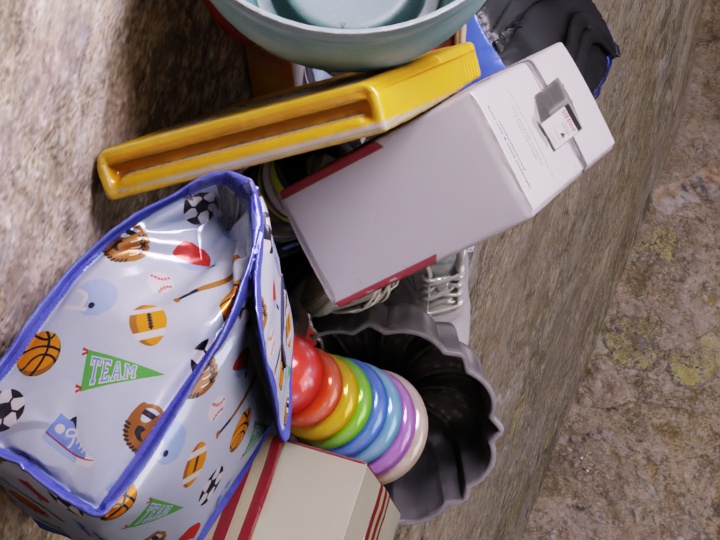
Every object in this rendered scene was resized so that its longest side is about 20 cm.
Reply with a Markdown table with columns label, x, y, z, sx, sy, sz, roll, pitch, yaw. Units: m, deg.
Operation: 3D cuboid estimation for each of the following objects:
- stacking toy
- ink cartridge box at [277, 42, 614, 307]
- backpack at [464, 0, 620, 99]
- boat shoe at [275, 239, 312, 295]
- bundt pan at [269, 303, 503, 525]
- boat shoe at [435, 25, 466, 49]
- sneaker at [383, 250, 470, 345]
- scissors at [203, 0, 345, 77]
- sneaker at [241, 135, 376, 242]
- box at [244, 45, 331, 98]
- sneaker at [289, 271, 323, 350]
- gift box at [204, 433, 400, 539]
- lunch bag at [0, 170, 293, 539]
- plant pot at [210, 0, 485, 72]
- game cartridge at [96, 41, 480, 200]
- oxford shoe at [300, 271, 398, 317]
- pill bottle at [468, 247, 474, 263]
| label | x | y | z | sx | sy | sz | roll | pitch | yaw |
| --- | --- | --- | --- | --- | --- | --- | --- | --- | --- |
| stacking toy | -0.022 | 0.086 | 1.148 | 0.086 | 0.085 | 0.200 | -70 | 156 | -10 |
| ink cartridge box | 0.059 | -0.065 | 1.083 | 0.083 | 0.146 | 0.200 | 62 | 26 | -4 |
| backpack | 0.109 | -0.172 | 1.432 | 0.168 | 0.163 | 0.200 | -35 | -168 | 31 |
| boat shoe | -0.084 | 0.020 | 1.139 | 0.200 | 0.068 | 0.084 | -59 | 160 | -44 |
| bundt pan | 0.012 | 0.104 | 1.356 | 0.076 | 0.201 | 0.203 | -83 | 180 | -57 |
| boat shoe | 0.054 | -0.205 | 1.293 | 0.074 | 0.069 | 0.201 | 13 | 70 | -36 |
| sneaker | 0.053 | -0.004 | 1.355 | 0.080 | 0.070 | 0.201 | -129 | -154 | -62 |
| scissors | -0.040 | -0.141 | 1.089 | 0.073 | 0.014 | 0.200 | -61 | 141 | -22 |
| sneaker | -0.032 | -0.060 | 1.166 | 0.200 | 0.081 | 0.074 | -12 | 79 | -63 |
| box | -0.036 | -0.161 | 1.183 | 0.200 | 0.041 | 0.119 | 82 | 29 | -54 |
| sneaker | -0.061 | 0.055 | 1.241 | 0.200 | 0.082 | 0.077 | -51 | 154 | -55 |
| gift box | -0.072 | 0.223 | 1.187 | 0.200 | 0.184 | 0.187 | 57 | 49 | -63 |
| lunch bag | -0.105 | 0.059 | 0.953 | 0.200 | 0.124 | 0.170 | -56 | 164 | -20 |
| plant pot | -0.007 | -0.193 | 0.968 | 0.134 | 0.200 | 0.201 | 93 | 17 | -70 |
| game cartridge | -0.035 | -0.093 | 1.012 | 0.200 | 0.176 | 0.033 | -41 | 116 | -65 |
| oxford shoe | 0.000 | 0.000 | 1.255 | 0.075 | 0.058 | 0.200 | -49 | -179 | 10 |
| pill bottle | 0.025 | 0.025 | 1.461 | 0.116 | 0.115 | 0.201 | -7 | 113 | -74 |
